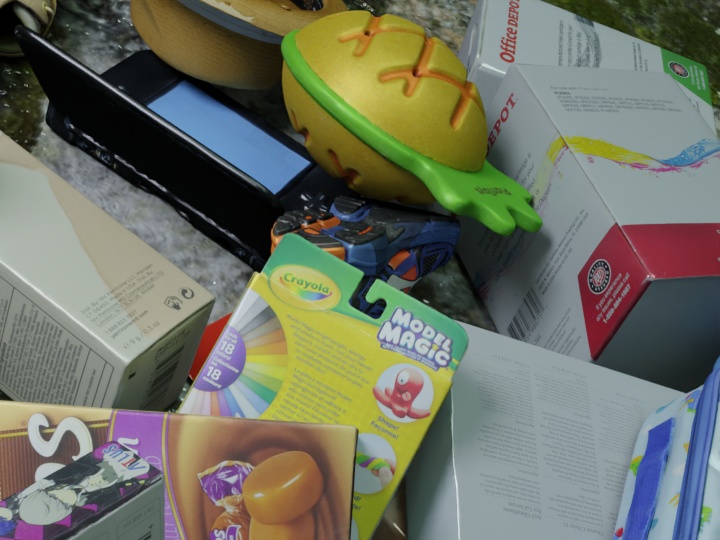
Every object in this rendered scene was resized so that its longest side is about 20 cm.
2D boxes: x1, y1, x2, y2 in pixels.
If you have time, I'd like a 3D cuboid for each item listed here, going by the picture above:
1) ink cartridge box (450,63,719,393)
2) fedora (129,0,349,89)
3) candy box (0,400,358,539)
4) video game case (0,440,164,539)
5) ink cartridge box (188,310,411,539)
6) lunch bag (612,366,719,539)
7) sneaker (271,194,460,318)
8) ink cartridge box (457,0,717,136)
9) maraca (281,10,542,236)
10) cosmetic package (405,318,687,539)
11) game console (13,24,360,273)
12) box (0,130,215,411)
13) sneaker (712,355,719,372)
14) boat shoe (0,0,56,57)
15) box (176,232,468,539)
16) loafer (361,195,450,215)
[{"bbox_3d":[0.169,-0.022,0.877,0.144,0.146,0.201,-2,48,-28],"label":"ink cartridge box"},{"bbox_3d":[-0.101,-0.186,0.925,0.200,0.082,0.201,23,24,-11],"label":"fedora"},{"bbox_3d":[-0.103,0.123,0.595,0.199,0.056,0.118,4,81,0],"label":"candy box"},{"bbox_3d":[-0.148,0.185,0.479,0.036,0.201,0.181,27,38,33],"label":"video game case"},{"bbox_3d":[0.009,0.071,0.780,0.200,0.050,0.162,45,45,17],"label":"ink cartridge box"},{"bbox_3d":[0.207,0.161,0.681,0.160,0.082,0.200,36,47,-10],"label":"lunch bag"},{"bbox_3d":[0.000,0.000,0.803,0.075,0.079,0.200,17,16,26],"label":"sneaker"},{"bbox_3d":[0.173,-0.133,1.035,0.199,0.083,0.147,21,38,-5],"label":"ink cartridge box"},{"bbox_3d":[0.031,-0.088,0.813,0.200,0.107,0.137,43,26,19],"label":"maraca"},{"bbox_3d":[0.118,0.126,0.723,0.199,0.052,0.152,18,52,-27],"label":"cosmetic package"},{"bbox_3d":[-0.102,-0.097,0.846,0.199,0.117,0.176,34,43,10],"label":"game console"},{"bbox_3d":[-0.188,0.003,0.721,0.200,0.095,0.078,38,42,12],"label":"box"},{"bbox_3d":[0.285,0.075,0.831,0.066,0.079,0.200,35,6,37],"label":"sneaker"},{"bbox_3d":[-0.250,-0.179,0.901,0.066,0.074,0.200,43,45,1],"label":"boat shoe"},{"bbox_3d":[-0.038,0.093,0.652,0.117,0.048,0.201,29,84,4],"label":"box"},{"bbox_3d":[0.017,-0.105,0.945,0.069,0.070,0.200,-13,53,-26],"label":"loafer"}]
